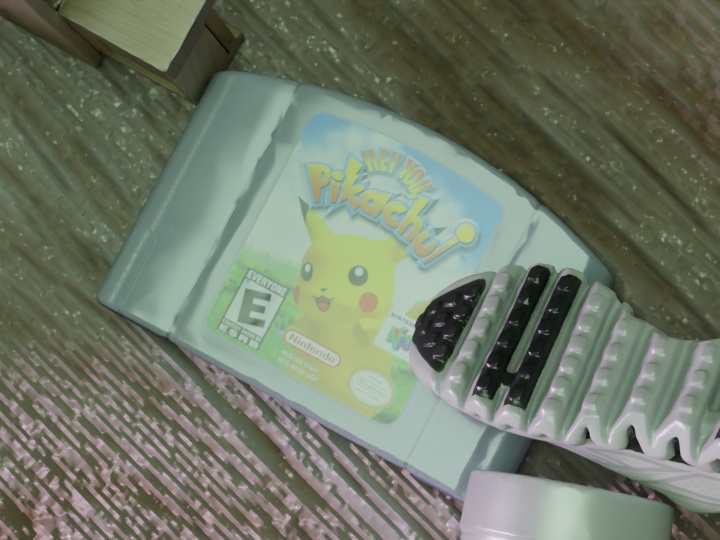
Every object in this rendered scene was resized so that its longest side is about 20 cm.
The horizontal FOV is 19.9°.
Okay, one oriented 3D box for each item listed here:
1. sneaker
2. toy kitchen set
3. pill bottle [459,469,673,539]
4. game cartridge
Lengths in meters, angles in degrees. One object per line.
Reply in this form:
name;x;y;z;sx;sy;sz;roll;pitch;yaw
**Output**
sneaker;0.107;0.055;0.792;0.199;0.081;0.075;16;61;32
toy kitchen set;-0.125;-0.201;0.856;0.199;0.163;0.182;29;88;10
pill bottle;0.066;0.183;0.795;0.111;0.112;0.202;8;82;11
game cartridge;0.000;0.000;0.875;0.199;0.040;0.134;27;83;12
